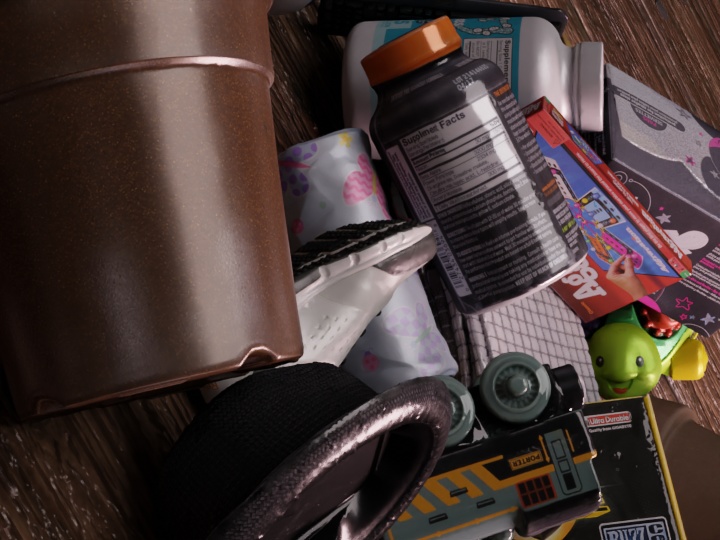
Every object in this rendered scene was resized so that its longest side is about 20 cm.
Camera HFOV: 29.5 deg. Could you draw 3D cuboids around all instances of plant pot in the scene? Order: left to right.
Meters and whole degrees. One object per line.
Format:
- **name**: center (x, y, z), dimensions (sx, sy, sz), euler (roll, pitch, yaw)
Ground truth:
- **plant pot**: center (-0.121, -0.034, 0.711), dimensions (0.200, 0.200, 0.199), euler (-6, 81, -59)
- **plant pot**: center (0.291, 0.216, 1.113), dimensions (0.200, 0.174, 0.201), euler (-32, 127, -56)

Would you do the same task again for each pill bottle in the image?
- **pill bottle**: center (0.075, -0.078, 0.978), dimensions (0.200, 0.106, 0.106), euler (63, 30, -5)
- **pill bottle**: center (0.091, -0.143, 1.082), dimensions (0.111, 0.199, 0.111), euler (1, 90, -80)

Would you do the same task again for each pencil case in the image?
- **pencil case**: center (0.000, 0.000, 0.970), dimensions (0.091, 0.083, 0.201), euler (-9, 77, -63)

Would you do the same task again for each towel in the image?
- **towel**: center (0.108, 0.071, 1.093), dimensions (0.165, 0.085, 0.201), euler (16, 56, -49)

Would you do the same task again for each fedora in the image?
- **fedora**: center (-0.044, 0.113, 0.770), dimensions (0.092, 0.201, 0.200), euler (42, 21, 24)

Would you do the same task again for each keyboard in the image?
- **keyboard**: center (0.063, -0.194, 1.136), dimensions (0.127, 0.199, 0.021), euler (100, -4, -74)

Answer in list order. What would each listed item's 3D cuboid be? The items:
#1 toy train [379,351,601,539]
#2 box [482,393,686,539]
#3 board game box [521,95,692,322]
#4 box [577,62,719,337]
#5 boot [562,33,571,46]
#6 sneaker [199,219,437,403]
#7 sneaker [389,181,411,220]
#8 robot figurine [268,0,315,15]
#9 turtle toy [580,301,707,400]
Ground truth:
- **toy train**: center (0.059, 0.127, 0.882), dimensions (0.085, 0.199, 0.114), euler (101, -29, -75)
- **box**: center (0.116, 0.177, 0.936), dimensions (0.049, 0.199, 0.160), euler (105, -22, -66)
- **board game box**: center (0.161, -0.042, 1.073), dimensions (0.200, 0.103, 0.019), euler (43, 39, -27)
- **box**: center (0.253, -0.060, 1.156), dimensions (0.200, 0.115, 0.132), euler (28, 42, -20)
- **boot**: center (0.141, -0.222, 1.374), dimensions (0.200, 0.066, 0.176), euler (30, 45, -44)
- **sneaker**: center (-0.028, 0.030, 0.877), dimensions (0.200, 0.074, 0.080), euler (-31, 108, -27)
- **sneaker**: center (0.092, -0.078, 1.167), dimensions (0.074, 0.087, 0.200), euler (60, 30, -8)
- **robot figurine**: center (-0.064, -0.285, 0.988), dimensions (0.150, 0.124, 0.201), euler (7, 92, -73)
- **turtle toy**: center (0.237, 0.047, 1.230), dimensions (0.200, 0.145, 0.101), euler (-77, 161, -46)
